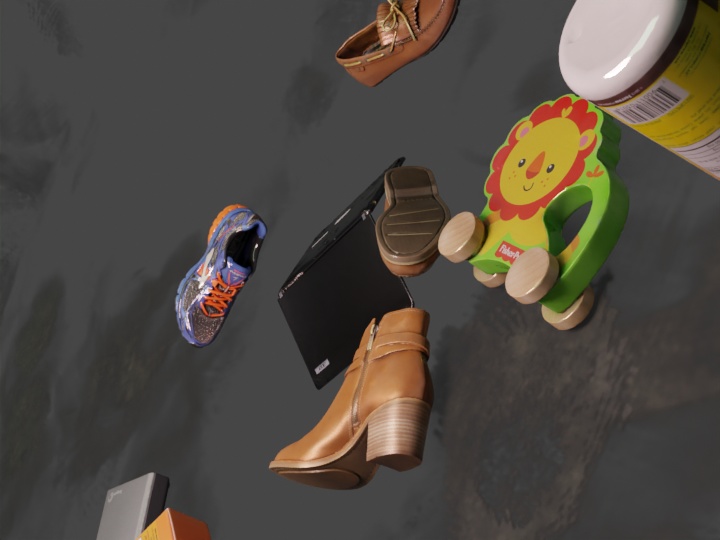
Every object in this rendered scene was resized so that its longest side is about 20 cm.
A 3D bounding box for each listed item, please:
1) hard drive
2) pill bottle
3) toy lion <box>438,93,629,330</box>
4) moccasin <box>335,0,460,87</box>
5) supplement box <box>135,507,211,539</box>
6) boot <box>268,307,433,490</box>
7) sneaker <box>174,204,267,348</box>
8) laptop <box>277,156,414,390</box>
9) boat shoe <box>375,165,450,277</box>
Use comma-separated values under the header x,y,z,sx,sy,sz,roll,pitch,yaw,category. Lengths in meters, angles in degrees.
x,y,z,sx,sy,sz,roll,pitch,yaw,category
-0.306,0.370,1.550,0.140,0.033,0.200,-28,45,49,hard drive
0.241,-0.129,0.826,0.109,0.200,0.109,-40,37,39,pill bottle
0.168,-0.065,1.062,0.192,0.069,0.200,-56,29,1,toy lion
0.043,-0.288,1.420,0.201,0.078,0.074,-22,50,52,moccasin
-0.258,0.367,1.399,0.200,0.067,0.069,-46,39,15,supplement box
-0.008,0.126,1.181,0.200,0.077,0.155,-28,47,45,boot
-0.182,0.007,1.584,0.078,0.075,0.200,9,78,58,sneaker
0.000,0.000,1.342,0.177,0.103,0.200,-41,11,36,laptop
0.055,-0.036,1.190,0.200,0.072,0.068,-78,-14,-62,boat shoe
